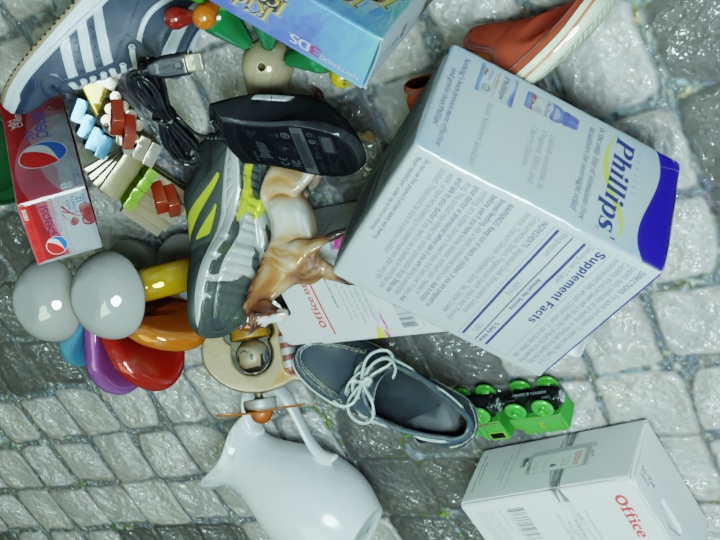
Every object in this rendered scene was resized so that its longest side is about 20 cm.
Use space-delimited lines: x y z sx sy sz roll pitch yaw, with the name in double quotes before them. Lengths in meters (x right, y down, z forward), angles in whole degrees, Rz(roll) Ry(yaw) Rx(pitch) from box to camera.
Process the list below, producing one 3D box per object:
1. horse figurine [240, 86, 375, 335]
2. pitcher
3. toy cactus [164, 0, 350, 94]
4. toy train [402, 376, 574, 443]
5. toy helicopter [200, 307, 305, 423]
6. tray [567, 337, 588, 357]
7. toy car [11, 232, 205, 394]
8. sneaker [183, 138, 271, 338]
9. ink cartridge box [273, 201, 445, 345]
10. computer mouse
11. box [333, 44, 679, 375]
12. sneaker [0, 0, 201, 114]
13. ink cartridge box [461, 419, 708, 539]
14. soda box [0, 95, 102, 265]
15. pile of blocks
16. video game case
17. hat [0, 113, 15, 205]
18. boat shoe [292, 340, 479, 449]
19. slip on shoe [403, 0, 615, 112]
"horse figurine" -0.046 -0.052 0.938 0.130 0.204 0.050 -13 163 27
"pitcher" -0.070 0.229 1.206 0.198 0.121 0.174 30 121 19
"toy cactus" -0.074 -0.188 0.877 0.196 0.104 0.166 10 147 0
"toy train" 0.122 0.145 1.073 0.197 0.042 0.057 -13 129 36
"toy helicopter" -0.069 0.105 1.096 0.197 0.135 0.079 19 165 -9
"tray" 0.166 -0.017 0.926 0.106 0.022 0.202 19 133 13
"toy car" -0.235 0.049 1.076 0.197 0.174 0.153 -4 98 34
"sneaker" -0.127 -0.037 0.986 0.084 0.204 0.074 2 164 43
"ink cartridge box" 0.000 0.000 1.000 0.197 0.068 0.116 -8 121 33
"computer mouse" -0.093 -0.138 0.877 0.196 0.047 0.141 6 151 23
"box" 0.106 -0.038 0.814 0.197 0.106 0.184 26 146 -7
"sneaker" -0.218 -0.184 0.932 0.200 0.070 0.108 -43 106 14
"ink cartridge box" 0.224 0.243 1.062 0.198 0.083 0.148 -19 115 39
"soda box" -0.294 -0.094 1.007 0.062 0.201 0.071 -17 129 -12
"pile of blocks" -0.228 -0.116 1.011 0.202 0.081 0.062 63 171 -25
"video game case" -0.042 -0.234 0.753 0.198 0.182 0.046 30 135 3
"hat" -0.470 -0.104 1.102 0.200 0.177 0.165 42 134 -9
"boat shoe" 0.020 0.116 1.031 0.198 0.076 0.062 28 177 12
"slip on shoe" 0.106 -0.161 0.811 0.199 0.074 0.062 -29 97 43
